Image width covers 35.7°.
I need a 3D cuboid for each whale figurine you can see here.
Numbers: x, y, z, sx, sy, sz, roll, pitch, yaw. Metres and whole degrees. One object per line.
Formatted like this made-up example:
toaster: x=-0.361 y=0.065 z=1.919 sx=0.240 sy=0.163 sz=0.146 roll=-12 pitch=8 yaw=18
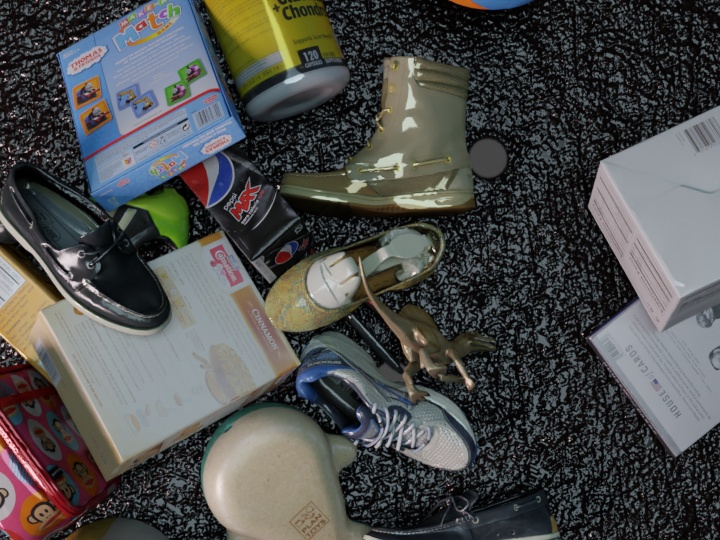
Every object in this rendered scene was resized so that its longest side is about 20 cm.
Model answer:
whale figurine: x=-0.069 y=0.216 z=1.087 sx=0.159 sy=0.104 sz=0.200 roll=-43 pitch=112 yaw=-6

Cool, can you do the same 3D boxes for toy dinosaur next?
toy dinosaur: x=0.056 y=0.069 z=1.072 sx=0.058 sy=0.199 sz=0.102 roll=-38 pitch=45 yaw=28

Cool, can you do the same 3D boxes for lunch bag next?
lunch bag: x=-0.308 y=0.155 z=1.019 sx=0.082 sy=0.200 sz=0.177 roll=-38 pitch=89 yaw=-1

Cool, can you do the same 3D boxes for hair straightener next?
hair straightener: x=-0.030 y=0.039 z=1.118 sx=0.200 sy=0.041 sz=0.077 roll=40 pitch=85 yaw=-4

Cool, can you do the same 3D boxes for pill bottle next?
pill bottle: x=-0.094 y=-0.259 z=1.108 sx=0.111 sy=0.112 sz=0.202 roll=-21 pitch=87 yaw=-4

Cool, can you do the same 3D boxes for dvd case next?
dvd case: x=0.351 y=0.069 z=1.143 sx=0.199 sy=0.025 sz=0.151 roll=-37 pitch=88 yaw=-5

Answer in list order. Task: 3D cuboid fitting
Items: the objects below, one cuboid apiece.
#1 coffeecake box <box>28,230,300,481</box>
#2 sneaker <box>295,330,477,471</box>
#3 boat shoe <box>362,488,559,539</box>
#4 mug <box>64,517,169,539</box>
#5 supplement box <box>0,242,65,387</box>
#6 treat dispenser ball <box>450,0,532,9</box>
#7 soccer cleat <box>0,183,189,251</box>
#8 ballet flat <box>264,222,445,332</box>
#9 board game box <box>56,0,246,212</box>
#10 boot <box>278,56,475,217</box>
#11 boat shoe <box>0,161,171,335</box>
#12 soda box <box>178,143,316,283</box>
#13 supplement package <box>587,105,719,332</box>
coffeecake box: x=-0.181 y=0.075 z=1.046 sx=0.199 sy=0.073 sz=0.154 roll=-26 pitch=80 yaw=-33
sneaker: x=0.019 y=0.144 z=1.080 sx=0.199 sy=0.085 sz=0.078 roll=30 pitch=116 yaw=3
boat shoe: x=0.097 y=0.247 z=1.090 sx=0.197 sy=0.075 sz=0.063 roll=-3 pitch=82 yaw=-12
mug: x=-0.256 y=0.318 z=1.029 sx=0.184 sy=0.153 sz=0.151 roll=-12 pitch=86 yaw=-3
supplement box: x=-0.323 y=0.040 z=1.094 sx=0.200 sy=0.067 sz=0.069 roll=45 pitch=86 yaw=2
treat dispenser ball: x=0.129 y=-0.356 z=1.083 sx=0.198 sy=0.201 sz=0.204 roll=0 pitch=85 yaw=-3
soccer cleat: x=-0.261 y=-0.035 z=1.087 sx=0.198 sy=0.067 sz=0.082 roll=-8 pitch=92 yaw=-22
ballet flat: x=0.000 y=0.000 z=1.079 sx=0.198 sy=0.071 sz=0.071 roll=-20 pitch=86 yaw=-27
board game box: x=-0.205 y=-0.170 z=1.072 sx=0.150 sy=0.037 sz=0.201 roll=-27 pitch=55 yaw=6
boot: x=0.017 y=-0.134 z=1.122 sx=0.197 sy=0.073 sz=0.158 roll=0 pitch=85 yaw=-4
boat shoe: x=-0.242 y=-0.025 z=0.990 sx=0.199 sy=0.066 sz=0.074 roll=44 pitch=51 yaw=14
soda box: x=-0.130 y=-0.086 z=1.082 sx=0.063 sy=0.071 sz=0.200 roll=-40 pitch=67 yaw=-3
supplement package: x=0.350 y=-0.062 z=1.094 sx=0.198 sy=0.111 sz=0.157 roll=-24 pitch=69 yaw=-5
